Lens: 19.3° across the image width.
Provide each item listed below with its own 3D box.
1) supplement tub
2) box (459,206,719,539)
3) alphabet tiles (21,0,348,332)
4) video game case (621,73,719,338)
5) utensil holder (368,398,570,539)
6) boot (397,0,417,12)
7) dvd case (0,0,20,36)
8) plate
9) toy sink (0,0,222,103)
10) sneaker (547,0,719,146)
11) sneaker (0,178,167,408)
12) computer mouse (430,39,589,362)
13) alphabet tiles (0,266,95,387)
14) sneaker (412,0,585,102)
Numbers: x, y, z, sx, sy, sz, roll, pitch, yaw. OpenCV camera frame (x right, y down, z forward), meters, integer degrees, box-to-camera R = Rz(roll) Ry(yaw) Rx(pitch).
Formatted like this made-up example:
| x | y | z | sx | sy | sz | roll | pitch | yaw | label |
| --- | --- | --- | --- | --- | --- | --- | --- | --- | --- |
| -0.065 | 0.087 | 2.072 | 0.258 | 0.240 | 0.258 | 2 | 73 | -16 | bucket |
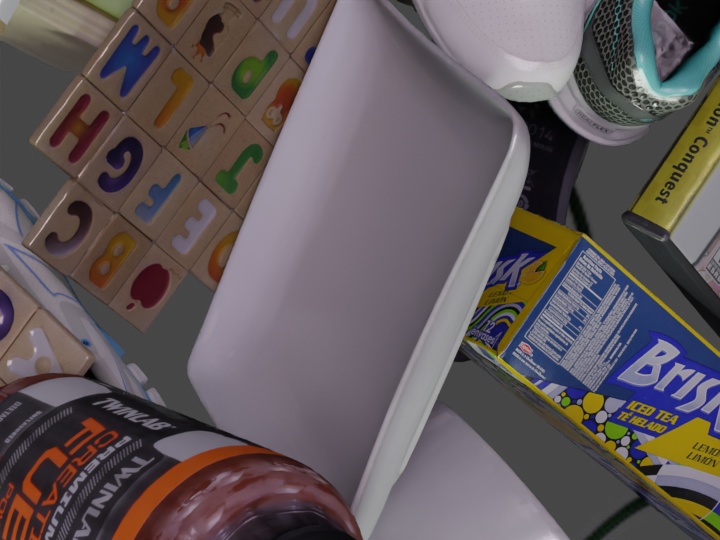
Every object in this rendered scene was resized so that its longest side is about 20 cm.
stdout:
| x | y | z | sx | sy | sz | roll | pitch | yaw | label |
| --- | --- | --- | --- | --- | --- | --- | --- | --- | --- |
| -0.070 | 0.106 | 0.769 | 0.107 | 0.200 | 0.107 | -10 | 105 | -38 | supplement tub |
| 0.124 | 0.057 | 0.905 | 0.200 | 0.070 | 0.064 | 40 | 84 | -29 | box |
| -0.057 | -0.072 | 0.893 | 0.006 | 0.166 | 0.200 | 33 | 84 | 31 | alphabet tiles |
| 0.204 | -0.049 | 0.906 | 0.025 | 0.200 | 0.181 | 30 | 83 | 37 | video game case |
| -0.003 | 0.172 | 0.876 | 0.200 | 0.170 | 0.170 | -38 | 92 | -7 | utensil holder |
| 0.135 | -0.147 | 0.937 | 0.200 | 0.073 | 0.182 | 31 | 69 | -5 | boot |
| -0.153 | -0.201 | 0.784 | 0.149 | 0.016 | 0.200 | 26 | 86 | 13 | dvd case |
| 0.000 | 0.000 | 0.852 | 0.032 | 0.200 | 0.200 | 16 | 107 | -25 | plate |
| -0.135 | -0.167 | 0.852 | 0.200 | 0.112 | 0.131 | 27 | 83 | -48 | toy sink |
| 0.150 | -0.140 | 0.856 | 0.077 | 0.091 | 0.200 | 27 | 88 | -12 | sneaker |
| -0.149 | 0.021 | 0.908 | 0.075 | 0.087 | 0.200 | -42 | 91 | -4 | sneaker |
| 0.062 | -0.047 | 0.953 | 0.138 | 0.053 | 0.200 | 25 | 73 | -2 | computer mouse |
| -0.223 | 0.064 | 0.894 | 0.167 | 0.008 | 0.200 | 40 | 98 | 23 | alphabet tiles |
| 0.057 | -0.166 | 0.844 | 0.070 | 0.080 | 0.201 | 0 | 72 | -16 | sneaker |
